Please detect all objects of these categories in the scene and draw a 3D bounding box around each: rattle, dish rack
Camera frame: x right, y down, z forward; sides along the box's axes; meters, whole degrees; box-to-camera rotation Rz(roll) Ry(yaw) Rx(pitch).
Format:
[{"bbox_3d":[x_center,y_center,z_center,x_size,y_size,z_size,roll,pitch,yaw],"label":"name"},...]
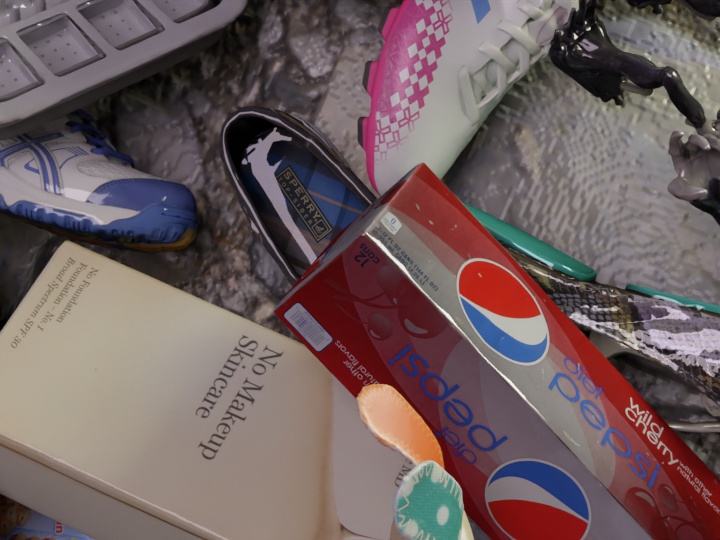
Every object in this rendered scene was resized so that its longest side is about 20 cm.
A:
[{"bbox_3d":[0.071,0.139,0.740,0.142,0.130,0.202,1,103,4],"label":"rattle"},{"bbox_3d":[-0.170,-0.148,0.937,0.171,0.044,0.200,-29,62,-27],"label":"dish rack"}]

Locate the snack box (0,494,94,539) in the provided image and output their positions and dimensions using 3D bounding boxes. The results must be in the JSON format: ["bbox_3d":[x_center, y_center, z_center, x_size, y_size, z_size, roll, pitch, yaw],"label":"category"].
[{"bbox_3d":[-0.145,0.119,0.918,0.071,0.024,0.202,5,80,19],"label":"snack box"}]

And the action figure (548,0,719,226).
[{"bbox_3d":[0.173,-0.066,0.808,0.200,0.102,0.119,41,86,24],"label":"action figure"}]

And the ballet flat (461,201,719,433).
[{"bbox_3d":[0.098,0.026,0.827,0.199,0.072,0.072,21,86,18],"label":"ballet flat"}]

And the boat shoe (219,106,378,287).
[{"bbox_3d":[0.000,0.000,0.870,0.070,0.066,0.201,-37,69,8],"label":"boat shoe"}]

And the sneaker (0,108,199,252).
[{"bbox_3d":[-0.163,-0.068,0.937,0.199,0.075,0.089,17,84,21],"label":"sneaker"}]

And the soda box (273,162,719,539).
[{"bbox_3d":[0.062,0.057,0.785,0.200,0.070,0.063,47,126,-5],"label":"soda box"}]

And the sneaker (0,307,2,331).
[{"bbox_3d":[-0.228,-0.012,0.876,0.090,0.076,0.201,-26,70,5],"label":"sneaker"}]

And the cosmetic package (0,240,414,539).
[{"bbox_3d":[-0.067,0.078,0.842,0.199,0.073,0.104,22,60,14],"label":"cosmetic package"}]

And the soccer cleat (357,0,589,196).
[{"bbox_3d":[0.065,-0.120,0.868,0.086,0.070,0.201,17,81,25],"label":"soccer cleat"}]
